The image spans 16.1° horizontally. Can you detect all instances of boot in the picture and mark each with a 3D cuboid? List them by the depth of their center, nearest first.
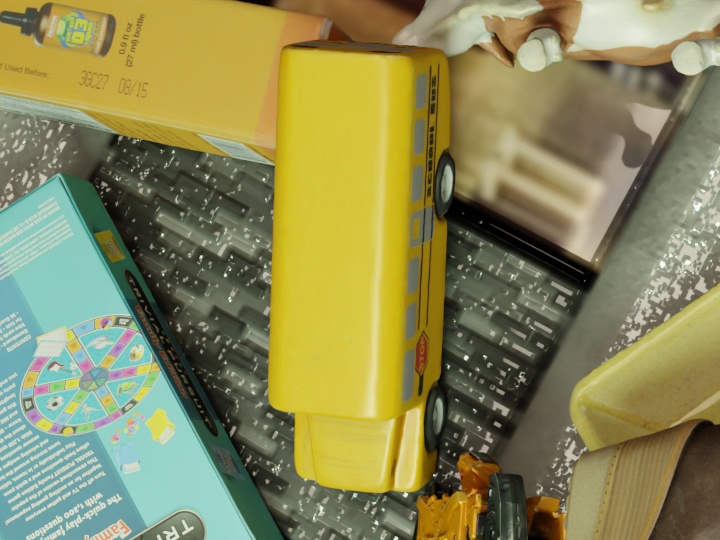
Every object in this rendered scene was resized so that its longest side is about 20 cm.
[{"bbox_3d":[0.156,0.152,1.005,0.166,0.072,0.201,-5,66,26],"label":"boot"}]

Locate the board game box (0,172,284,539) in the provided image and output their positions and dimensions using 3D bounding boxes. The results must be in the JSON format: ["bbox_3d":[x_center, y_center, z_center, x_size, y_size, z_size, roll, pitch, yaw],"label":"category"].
[{"bbox_3d":[-0.149,0.080,1.195,0.151,0.047,0.200,-31,80,11],"label":"board game box"}]

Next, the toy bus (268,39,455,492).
[{"bbox_3d":[0.000,0.000,1.132,0.065,0.078,0.201,5,100,18],"label":"toy bus"}]

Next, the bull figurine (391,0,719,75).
[{"bbox_3d":[0.105,-0.119,1.125,0.199,0.121,0.065,-6,103,12],"label":"bull figurine"}]

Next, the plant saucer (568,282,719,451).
[{"bbox_3d":[0.218,0.080,1.072,0.200,0.048,0.200,-36,62,9],"label":"plant saucer"}]

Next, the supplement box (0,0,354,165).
[{"bbox_3d":[-0.102,-0.098,1.211,0.199,0.069,0.067,13,84,18],"label":"supplement box"}]

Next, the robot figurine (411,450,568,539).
[{"bbox_3d":[0.050,0.178,1.089,0.058,0.145,0.201,8,82,-15],"label":"robot figurine"}]
